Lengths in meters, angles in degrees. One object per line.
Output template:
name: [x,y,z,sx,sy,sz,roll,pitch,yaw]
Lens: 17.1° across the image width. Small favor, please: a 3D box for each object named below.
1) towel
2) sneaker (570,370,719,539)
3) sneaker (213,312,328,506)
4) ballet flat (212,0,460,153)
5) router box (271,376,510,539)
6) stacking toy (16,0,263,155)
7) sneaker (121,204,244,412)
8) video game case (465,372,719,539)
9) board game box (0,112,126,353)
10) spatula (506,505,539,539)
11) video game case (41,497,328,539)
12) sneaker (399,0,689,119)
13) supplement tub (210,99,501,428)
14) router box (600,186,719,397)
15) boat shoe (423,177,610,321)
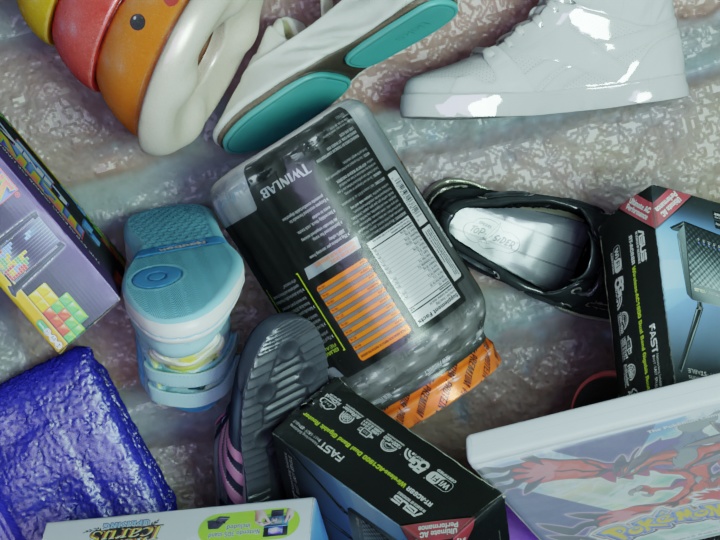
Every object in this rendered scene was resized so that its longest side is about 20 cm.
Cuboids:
towel: [-0.235,0.157,1.598,0.199,0.050,0.148,-29,100,-1]
sneaker: [0.215,0.151,1.615,0.073,0.087,0.201,-26,91,20]
sneaker: [-0.070,0.098,1.555,0.070,0.082,0.201,-16,131,-29]
ballet flat: [-0.021,-0.150,1.559,0.199,0.069,0.070,-33,100,26]
router box: [0.027,0.184,1.530,0.062,0.150,0.201,-38,141,-25]
stacking toy: [-0.173,-0.177,1.534,0.199,0.146,0.147,28,95,8]
sneaker: [-0.108,0.045,1.525,0.079,0.200,0.131,-7,110,-2]
video game case: [0.190,0.126,1.491,0.199,0.182,0.023,-15,56,19]
board game box: [-0.232,-0.053,1.511,0.057,0.165,0.200,-40,100,1]
spatula: [0.111,0.237,1.597,0.056,0.021,0.201,-11,101,9]
video game case: [-0.096,0.238,1.557,0.180,0.046,0.201,-6,130,12]
sneaker: [0.117,-0.160,1.581,0.199,0.074,0.116,-8,97,-14]
supplement tub: [0.000,0.000,1.553,0.122,0.123,0.201,-32,93,0]
router box: [0.257,0.042,1.548,0.199,0.062,0.151,13,57,-26]
boat shoe: [0.137,-0.012,1.601,0.198,0.066,0.075,23,93,-8]
